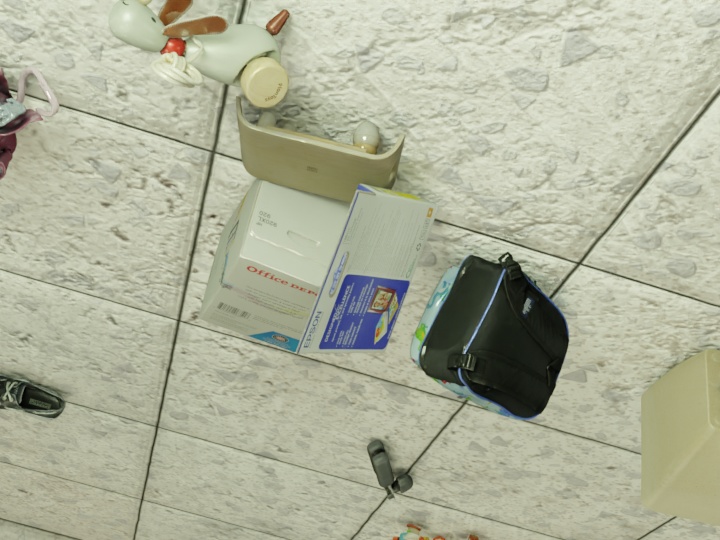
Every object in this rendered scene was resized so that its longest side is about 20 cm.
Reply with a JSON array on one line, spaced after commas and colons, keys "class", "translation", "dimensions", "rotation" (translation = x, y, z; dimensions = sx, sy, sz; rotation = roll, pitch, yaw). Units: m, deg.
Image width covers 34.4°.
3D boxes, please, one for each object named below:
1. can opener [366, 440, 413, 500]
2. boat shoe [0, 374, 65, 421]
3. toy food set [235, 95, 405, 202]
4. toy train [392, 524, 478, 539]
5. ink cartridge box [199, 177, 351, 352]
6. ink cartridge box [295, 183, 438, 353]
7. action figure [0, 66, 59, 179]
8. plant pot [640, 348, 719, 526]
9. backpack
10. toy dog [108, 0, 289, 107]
[{"class": "can opener", "translation": [0.059, 0.377, 2.216], "dimensions": [0.066, 0.054, 0.201], "rotation": [-22, 147, -5]}, {"class": "boat shoe", "translation": [-0.661, 0.238, 2.223], "dimensions": [0.198, 0.073, 0.068], "rotation": [22, 151, -21]}, {"class": "toy food set", "translation": [-0.050, -0.145, 1.367], "dimensions": [0.197, 0.061, 0.144], "rotation": [14, 162, 0]}, {"class": "toy train", "translation": [0.169, 0.579, 2.496], "dimensions": [0.197, 0.056, 0.150], "rotation": [19, 148, -17]}, {"class": "ink cartridge box", "translation": [-0.102, -0.013, 1.506], "dimensions": [0.145, 0.147, 0.200], "rotation": [21, 149, -15]}, {"class": "ink cartridge box", "translation": [0.000, 0.000, 1.375], "dimensions": [0.047, 0.200, 0.199], "rotation": [27, -169, 32]}, {"class": "action figure", "translation": [-0.456, -0.187, 1.436], "dimensions": [0.147, 0.135, 0.200], "rotation": [-27, 171, -16]}, {"class": "plant pot", "translation": [0.520, 0.227, 1.640], "dimensions": [0.197, 0.202, 0.178], "rotation": [13, 140, -1]}, {"class": "backpack", "translation": [0.176, 0.091, 1.551], "dimensions": [0.199, 0.185, 0.146], "rotation": [35, 167, -39]}, {"class": "toy dog", "translation": [-0.145, -0.243, 1.181], "dimensions": [0.132, 0.097, 0.199], "rotation": [40, -161, 30]}]
